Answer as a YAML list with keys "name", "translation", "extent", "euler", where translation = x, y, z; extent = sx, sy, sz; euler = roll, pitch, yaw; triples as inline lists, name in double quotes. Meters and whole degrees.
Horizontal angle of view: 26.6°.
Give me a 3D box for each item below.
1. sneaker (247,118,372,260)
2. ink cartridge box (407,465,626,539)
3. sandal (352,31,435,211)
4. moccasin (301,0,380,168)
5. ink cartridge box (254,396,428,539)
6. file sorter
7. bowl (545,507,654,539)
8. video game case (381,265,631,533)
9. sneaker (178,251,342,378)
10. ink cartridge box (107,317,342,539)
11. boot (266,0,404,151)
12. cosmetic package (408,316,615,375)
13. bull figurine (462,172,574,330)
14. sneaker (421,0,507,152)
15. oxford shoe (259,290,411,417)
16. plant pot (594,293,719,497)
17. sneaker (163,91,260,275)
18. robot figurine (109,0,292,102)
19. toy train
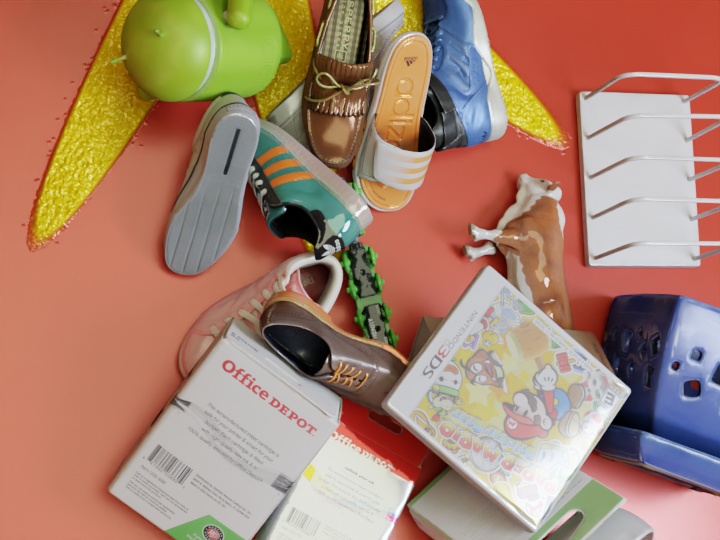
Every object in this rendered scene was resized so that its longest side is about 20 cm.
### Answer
- name: "sneaker"
  translation: [-0.084, -0.086, 1.579]
  extent: [0.200, 0.072, 0.080]
  euler: [37, 67, 26]
- name: "ink cartridge box"
  translation: [0.162, 0.249, 1.564]
  extent: [0.145, 0.200, 0.048]
  euler: [-39, 129, -17]
- name: "sandal"
  translation: [0.043, -0.146, 1.607]
  extent: [0.079, 0.059, 0.208]
  euler: [-7, 123, -24]
- name: "moccasin"
  translation: [-0.016, -0.207, 1.580]
  extent: [0.073, 0.078, 0.203]
  euler: [13, 86, -6]
- name: "ink cartridge box"
  translation: [-0.018, 0.230, 1.581]
  extent: [0.116, 0.067, 0.201]
  euler: [30, 75, -9]
- name: "file sorter"
  translation: [0.332, -0.113, 1.698]
  extent: [0.137, 0.124, 0.202]
  euler: [0, 81, -15]
- name: "bowl"
  translation: [0.209, 0.327, 1.572]
  extent: [0.200, 0.200, 0.075]
  euler: [-39, 67, -15]
- name: "video game case"
  translation: [0.148, 0.127, 1.517]
  extent: [0.200, 0.023, 0.182]
  euler: [41, 71, -7]
- name: "sneaker"
  translation: [-0.100, 0.045, 1.571]
  extent: [0.200, 0.105, 0.076]
  euler: [-37, 94, -16]
- name: "ink cartridge box"
  translation: [-0.131, 0.171, 1.511]
  extent: [0.146, 0.084, 0.200]
  euler: [37, 102, -6]
- name: "boot"
  translation: [-0.004, -0.197, 1.659]
  extent: [0.200, 0.074, 0.096]
  euler: [-45, 100, -8]
- name: "cosmetic package"
  translation: [0.156, 0.116, 1.601]
  extent: [0.198, 0.104, 0.088]
  euler: [5, 124, -17]
- name: "bull figurine"
  translation: [0.178, -0.009, 1.673]
  extent: [0.120, 0.065, 0.202]
  euler: [-9, 83, -12]
- name: "sneaker"
  translation: [0.082, -0.229, 1.675]
  extent: [0.110, 0.077, 0.202]
  euler: [-17, 92, -26]
- name: "oxford shoe"
  translation: [-0.016, 0.099, 1.509]
  extent: [0.199, 0.073, 0.072]
  euler: [30, 111, -4]
- name: "plant pot"
  translation: [0.362, 0.140, 1.633]
  extent: [0.199, 0.200, 0.181]
  euler: [20, 84, -11]
- name: "sneaker"
  translation: [-0.151, -0.089, 1.573]
  extent: [0.073, 0.071, 0.201]
  euler: [18, 116, -18]
- name: "robot figurine"
  translation: [-0.161, -0.232, 1.567]
  extent: [0.199, 0.175, 0.117]
  euler: [-13, 78, -50]
- name: "toy train"
  translation: [0.000, 0.000, 1.629]
  extent: [0.041, 0.056, 0.202]
  euler: [-13, 85, -5]
